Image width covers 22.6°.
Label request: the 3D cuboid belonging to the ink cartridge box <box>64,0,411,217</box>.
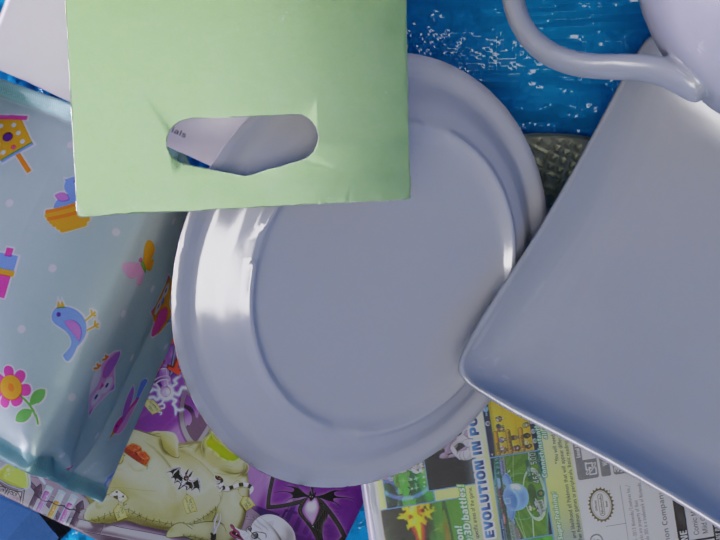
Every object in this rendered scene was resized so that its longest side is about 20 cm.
[{"bbox_3d":[-0.048,-0.121,0.709,0.145,0.048,0.201,-3,99,-7],"label":"ink cartridge box"}]

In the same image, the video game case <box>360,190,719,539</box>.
[{"bbox_3d":[0.087,0.071,0.876,0.182,0.022,0.201,-8,88,-3],"label":"video game case"}]

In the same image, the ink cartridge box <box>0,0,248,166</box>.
[{"bbox_3d":[-0.057,-0.169,0.821,0.144,0.147,0.200,24,109,-4],"label":"ink cartridge box"}]

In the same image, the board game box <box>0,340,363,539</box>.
[{"bbox_3d":[-0.095,0.095,0.945,0.200,0.032,0.120,27,80,-12],"label":"board game box"}]

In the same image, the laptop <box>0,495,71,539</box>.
[{"bbox_3d":[-0.199,0.074,0.936,0.200,0.116,0.187,-33,104,15],"label":"laptop"}]

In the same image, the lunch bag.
[{"bbox_3d":[-0.188,-0.006,0.863,0.200,0.122,0.171,23,81,16],"label":"lunch bag"}]

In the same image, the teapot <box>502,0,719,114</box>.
[{"bbox_3d":[0.188,-0.169,0.801,0.146,0.200,0.198,54,134,22],"label":"teapot"}]

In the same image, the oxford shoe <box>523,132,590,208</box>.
[{"bbox_3d":[0.044,-0.016,0.919,0.200,0.058,0.075,-22,79,-2],"label":"oxford shoe"}]

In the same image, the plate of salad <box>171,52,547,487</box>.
[{"bbox_3d":[0.000,0.000,0.814,0.200,0.048,0.201,-10,108,-31],"label":"plate of salad"}]

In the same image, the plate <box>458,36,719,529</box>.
[{"bbox_3d":[0.174,0.018,0.839,0.200,0.032,0.200,30,73,5],"label":"plate"}]
